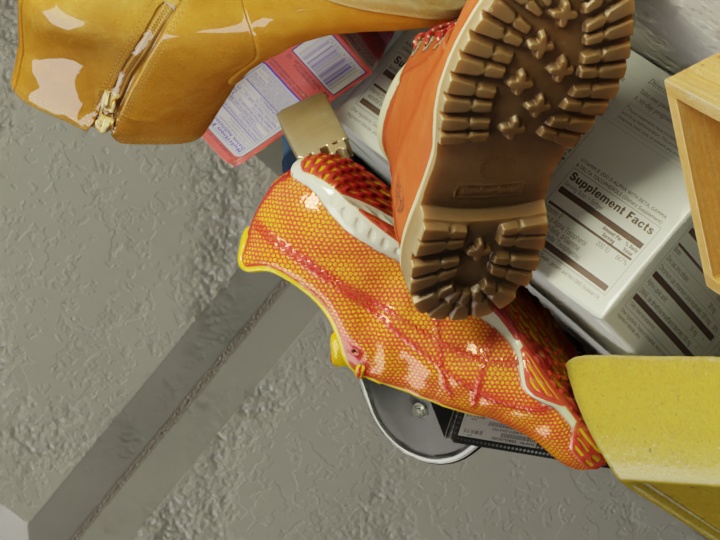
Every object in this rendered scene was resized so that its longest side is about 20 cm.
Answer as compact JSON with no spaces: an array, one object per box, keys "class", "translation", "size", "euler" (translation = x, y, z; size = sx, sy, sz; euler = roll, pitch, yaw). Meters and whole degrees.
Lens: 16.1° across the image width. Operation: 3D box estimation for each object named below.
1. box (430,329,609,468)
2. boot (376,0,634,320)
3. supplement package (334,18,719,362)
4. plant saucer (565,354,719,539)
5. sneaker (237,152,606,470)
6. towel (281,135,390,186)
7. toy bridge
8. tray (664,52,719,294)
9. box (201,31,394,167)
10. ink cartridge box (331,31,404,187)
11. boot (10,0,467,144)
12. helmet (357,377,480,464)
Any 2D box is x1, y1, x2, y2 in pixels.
[{"class":"box","translation":[0.126,0.046,1.315],"size":[0.199,0.044,0.160],"euler":[10,-156,-16]},{"class":"boot","translation":[0.051,-0.084,1.073],"size":[0.075,0.200,0.107],"euler":[3,-133,-19]},{"class":"supplement package","translation":[0.115,-0.033,1.207],"size":[0.200,0.111,0.156],"euler":[39,178,41]},{"class":"plant saucer","translation":[0.210,0.102,1.115],"size":[0.200,0.049,0.200],"euler":[33,161,-32]},{"class":"sneaker","translation":[0.033,0.028,1.173],"size":[0.200,0.077,0.073],"euler":[39,-159,-4]},{"class":"towel","translation":[-0.007,-0.077,1.420],"size":[0.112,0.048,0.201],"euler":[17,-119,-52]},{"class":"toy bridge","translation":[0.000,0.000,1.251],"size":[0.200,0.027,0.067],"euler":[74,170,-54]},{"class":"tray","translation":[0.192,-0.006,0.951],"size":[0.200,0.037,0.099],"euler":[36,148,53]},{"class":"box","translation":[-0.080,-0.164,1.224],"size":[0.200,0.103,0.095],"euler":[47,-146,-15]},{"class":"ink cartridge box","translation":[0.056,-0.080,1.368],"size":[0.200,0.104,0.059],"euler":[41,178,-37]},{"class":"boot","translation":[-0.056,-0.110,1.162],"size":[0.200,0.071,0.144],"euler":[11,141,-5]},{"class":"helmet","translation":[0.106,0.023,1.499],"size":[0.200,0.190,0.201],"euler":[37,-135,-49]}]
